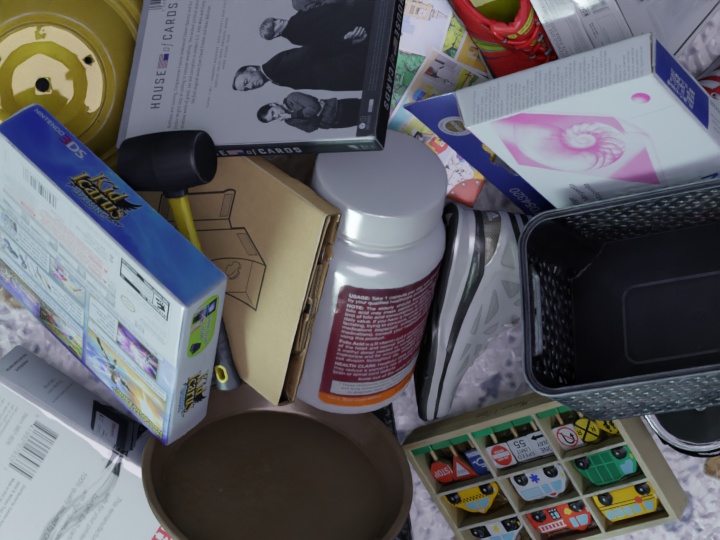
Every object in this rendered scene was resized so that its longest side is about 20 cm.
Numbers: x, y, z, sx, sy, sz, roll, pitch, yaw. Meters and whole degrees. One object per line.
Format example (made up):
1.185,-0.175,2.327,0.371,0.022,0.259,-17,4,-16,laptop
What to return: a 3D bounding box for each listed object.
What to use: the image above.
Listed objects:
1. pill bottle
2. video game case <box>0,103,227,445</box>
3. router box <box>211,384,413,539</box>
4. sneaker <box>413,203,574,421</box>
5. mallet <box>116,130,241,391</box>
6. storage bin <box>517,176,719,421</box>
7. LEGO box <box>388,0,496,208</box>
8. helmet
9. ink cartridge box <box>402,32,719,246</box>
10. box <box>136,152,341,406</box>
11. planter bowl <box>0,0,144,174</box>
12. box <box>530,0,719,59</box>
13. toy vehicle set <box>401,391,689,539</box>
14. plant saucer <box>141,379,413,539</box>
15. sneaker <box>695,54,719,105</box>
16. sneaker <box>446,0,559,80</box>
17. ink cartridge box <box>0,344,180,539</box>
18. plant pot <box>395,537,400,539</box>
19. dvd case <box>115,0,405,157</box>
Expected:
0.000,0.000,1.599,0.114,0.114,0.200,6,134,-6,pill bottle
-0.184,0.004,1.560,0.200,0.181,0.045,42,58,19,video game case
-0.037,0.179,1.712,0.149,0.051,0.200,-9,104,-1,router box
0.105,0.040,1.654,0.115,0.076,0.201,4,130,-9,sneaker
-0.126,-0.006,1.546,0.066,0.041,0.200,4,117,21,mallet
0.220,0.021,1.516,0.200,0.094,0.136,-10,70,27,storage bin
0.054,-0.170,1.621,0.149,0.077,0.200,21,101,-9,LEGO box
0.285,0.045,1.638,0.190,0.200,0.200,-33,104,5,helmet
0.163,-0.080,1.535,0.200,0.043,0.196,-15,147,31,ink cartridge box
-0.102,-0.018,1.585,0.021,0.200,0.164,-15,130,-43,box
-0.232,-0.142,1.601,0.200,0.083,0.201,-1,103,-5,planter bowl
0.197,-0.212,1.564,0.060,0.200,0.117,-17,109,37,box
0.140,0.156,1.676,0.200,0.027,0.124,-21,108,39,toy vehicle set
-0.062,0.157,1.594,0.200,0.200,0.030,5,132,-6,plant saucer
0.276,-0.121,1.634,0.200,0.112,0.071,-27,105,2,sneaker
0.110,-0.170,1.542,0.077,0.085,0.200,-41,104,6,sneaker
-0.223,0.175,1.656,0.200,0.084,0.145,33,105,0,ink cartridge box
-0.041,0.298,1.622,0.199,0.200,0.180,2,103,-4,plant pot
-0.070,-0.151,1.551,0.200,0.025,0.151,-1,65,21,dvd case
